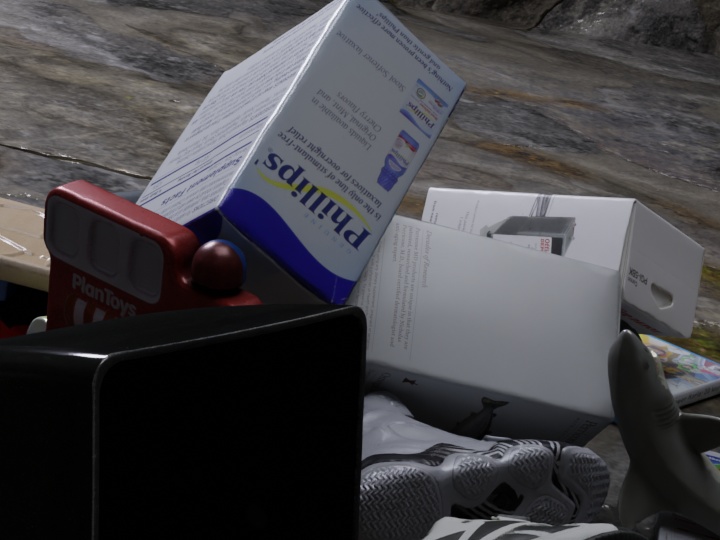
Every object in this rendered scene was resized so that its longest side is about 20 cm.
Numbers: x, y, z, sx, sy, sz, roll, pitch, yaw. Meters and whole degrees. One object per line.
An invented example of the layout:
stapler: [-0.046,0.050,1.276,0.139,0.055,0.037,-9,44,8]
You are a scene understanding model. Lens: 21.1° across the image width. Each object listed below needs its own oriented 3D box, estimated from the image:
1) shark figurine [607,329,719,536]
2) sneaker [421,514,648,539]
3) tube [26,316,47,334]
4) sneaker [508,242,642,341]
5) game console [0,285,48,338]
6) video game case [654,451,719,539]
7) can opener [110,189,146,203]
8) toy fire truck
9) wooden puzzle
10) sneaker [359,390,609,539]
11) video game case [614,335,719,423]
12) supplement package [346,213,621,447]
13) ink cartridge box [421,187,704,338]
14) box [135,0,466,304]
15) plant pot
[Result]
shark figurine: [0.217,0.152,1.260,0.089,0.128,0.214,-38,75,-26]
sneaker: [0.084,0.170,1.122,0.199,0.075,0.088,0,22,-39]
tube: [-0.131,0.051,1.332,0.199,0.052,0.058,-3,-8,-37]
sneaker: [0.126,0.041,1.501,0.086,0.081,0.200,11,-21,49]
game console: [-0.177,0.050,1.431,0.199,0.031,0.177,-3,28,-40]
video game case: [0.273,0.178,1.324,0.142,0.018,0.200,14,19,6]
can opener: [-0.163,-0.029,1.414,0.066,0.053,0.200,-19,-4,25]
toy fire truck: [-0.123,0.049,1.180,0.199,0.169,0.112,24,30,35]
wooden puzzle: [-0.230,-0.004,1.424,0.184,0.047,0.200,15,12,4]
sneaker: [0.059,0.125,1.254,0.199,0.076,0.115,-1,23,-30]
video game case: [0.212,0.081,1.627,0.143,0.018,0.200,24,20,33]
supplement package: [0.066,0.051,1.337,0.199,0.118,0.117,13,-29,-12]
ink cartridge box: [0.166,-0.006,1.611,0.199,0.083,0.147,5,-13,35]
box: [-0.054,-0.058,1.270,0.105,0.201,0.184,40,-31,-17]
plant pot: [-0.128,0.113,0.968,0.177,0.201,0.199,10,12,35]
